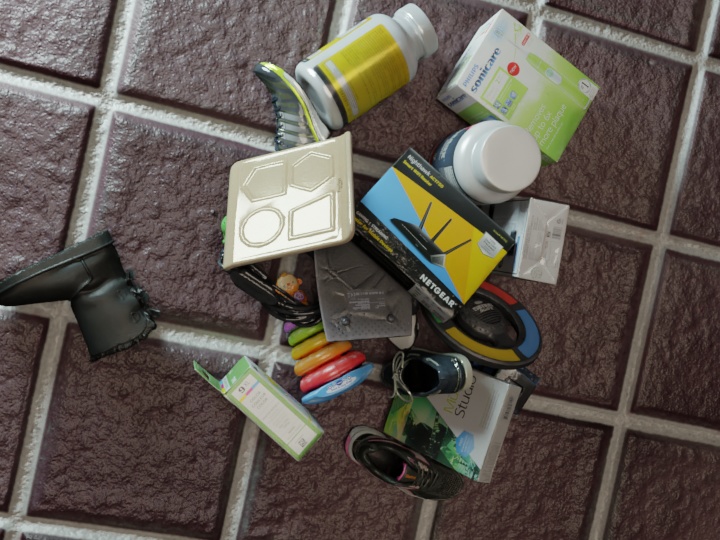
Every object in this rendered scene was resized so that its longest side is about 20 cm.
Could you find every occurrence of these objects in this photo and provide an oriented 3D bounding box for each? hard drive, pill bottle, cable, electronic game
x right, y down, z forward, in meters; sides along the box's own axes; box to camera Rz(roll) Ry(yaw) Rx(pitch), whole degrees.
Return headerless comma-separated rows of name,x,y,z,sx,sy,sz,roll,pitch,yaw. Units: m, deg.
hard drive,0.000,0.000,1.131,0.134,0.042,0.201,-4,78,-12
pill bottle,0.183,-0.157,1.175,0.119,0.200,0.120,-1,93,-13
cable,-0.100,-0.008,1.167,0.199,0.051,0.164,32,51,-7
electronic game,0.182,0.073,1.202,0.199,0.200,0.042,15,125,-13
pill bottle,0.012,-0.303,1.175,0.200,0.112,0.112,-35,99,-8

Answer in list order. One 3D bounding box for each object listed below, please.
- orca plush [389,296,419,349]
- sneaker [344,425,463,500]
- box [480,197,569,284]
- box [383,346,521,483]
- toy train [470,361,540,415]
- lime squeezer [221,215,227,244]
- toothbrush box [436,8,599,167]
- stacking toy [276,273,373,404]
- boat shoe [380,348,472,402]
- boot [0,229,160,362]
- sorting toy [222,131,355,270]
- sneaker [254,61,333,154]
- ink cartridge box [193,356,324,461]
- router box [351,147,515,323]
orca plush,0.037,0.022,1.235,0.105,0.071,0.200,-36,98,37
sneaker,0.071,0.311,1.232,0.199,0.086,0.081,21,90,-13
box,0.232,-0.045,1.193,0.060,0.200,0.117,9,93,-11
box,0.131,0.209,1.189,0.036,0.200,0.145,21,88,-41
toy train,0.185,0.212,1.238,0.087,0.114,0.200,37,84,-11
lime squeezer,-0.173,-0.043,1.193,0.070,0.038,0.201,-7,94,-43
toothbrush box,0.243,-0.274,1.236,0.200,0.086,0.146,35,79,-11
stacking toy,-0.071,0.093,1.194,0.116,0.110,0.201,-25,83,-11
boat shoe,0.081,0.154,1.167,0.062,0.200,0.075,-3,90,-31
boot,-0.397,0.052,1.126,0.197,0.073,0.163,-26,101,-11
sorting toy,-0.097,-0.094,1.111,0.199,0.037,0.186,-14,54,17
sneaker,-0.101,-0.214,1.177,0.081,0.074,0.201,-34,97,-5
ink cartridge box,-0.150,0.182,1.167,0.200,0.104,0.059,43,83,-11
router box,0.092,-0.049,1.111,0.200,0.051,0.149,41,72,1
